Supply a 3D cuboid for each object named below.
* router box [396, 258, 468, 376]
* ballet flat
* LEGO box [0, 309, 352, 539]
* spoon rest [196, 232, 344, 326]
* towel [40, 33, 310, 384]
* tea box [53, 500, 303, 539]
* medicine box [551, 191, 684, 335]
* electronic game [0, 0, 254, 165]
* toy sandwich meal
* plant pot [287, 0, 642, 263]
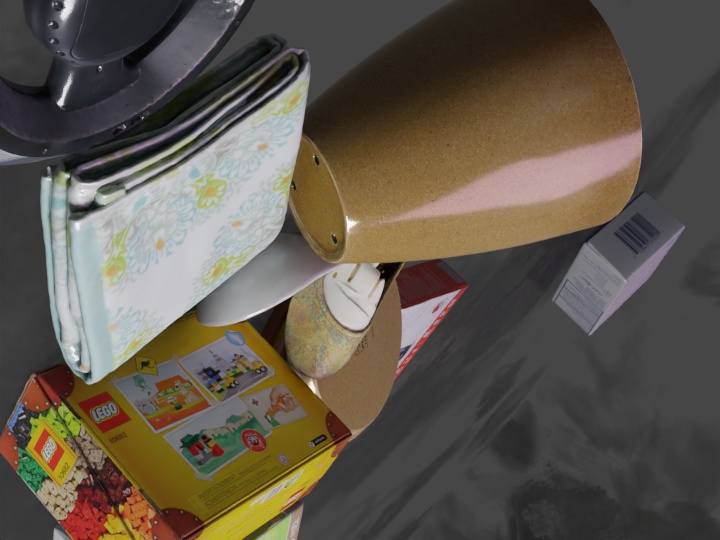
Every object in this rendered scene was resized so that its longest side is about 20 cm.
[{"bbox_3d":[0.011,0.085,1.261,0.201,0.049,0.179,-54,163,23],"label":"router box"},{"bbox_3d":[0.000,0.000,0.913,0.201,0.070,0.071,-60,178,-45],"label":"ballet flat"},{"bbox_3d":[-0.124,0.118,0.812,0.199,0.149,0.077,-22,152,-54],"label":"LEGO box"},{"bbox_3d":[-0.037,-0.017,0.845,0.200,0.061,0.099,-41,-159,-27],"label":"spoon rest"},{"bbox_3d":[-0.106,-0.032,0.683,0.171,0.048,0.201,-37,162,-29],"label":"towel"},{"bbox_3d":[-0.173,0.298,1.064,0.196,0.133,0.202,-29,140,-50],"label":"tea box"},{"bbox_3d":[0.462,-0.012,2.091,0.182,0.103,0.201,-38,162,-28],"label":"medicine box"},{"bbox_3d":[-0.104,-0.122,0.479,0.200,0.042,0.200,-42,165,-14],"label":"electronic game"},{"bbox_3d":[-0.031,0.063,1.005,0.205,0.070,0.208,-10,101,-61],"label":"toy sandwich meal"},{"bbox_3d":[0.052,-0.084,0.773,0.198,0.187,0.187,-23,156,-23],"label":"plant pot"}]
